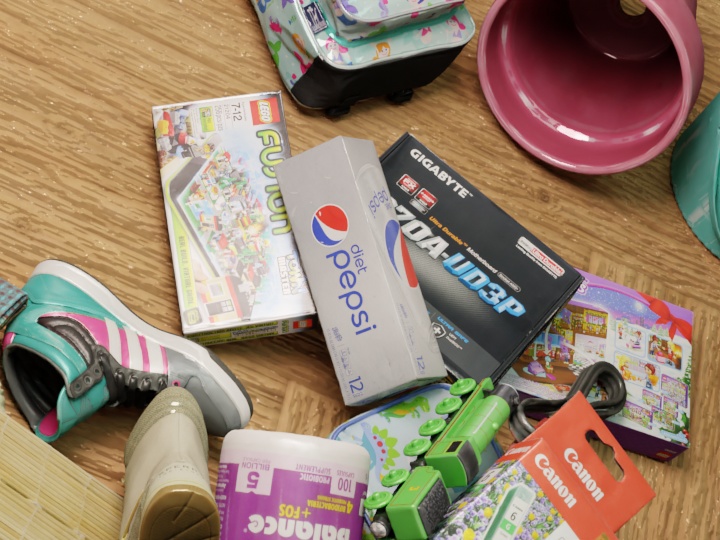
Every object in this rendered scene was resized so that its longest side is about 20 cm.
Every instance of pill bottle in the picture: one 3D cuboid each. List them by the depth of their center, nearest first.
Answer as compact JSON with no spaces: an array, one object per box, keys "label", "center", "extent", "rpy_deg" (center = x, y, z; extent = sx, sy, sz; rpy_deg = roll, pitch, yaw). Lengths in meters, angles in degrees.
[{"label":"pill bottle","center":[-0.058,0.221,1.442],"extent":[0.111,0.112,0.202],"rpy_deg":[11,81,-24]}]

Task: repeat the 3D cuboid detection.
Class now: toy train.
[{"label":"toy train","center":[0.065,0.138,1.490],"extent":[0.200,0.056,0.042],"rpy_deg":[-47,121,-51]}]

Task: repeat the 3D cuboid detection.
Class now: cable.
[{"label":"cable","center":[0.159,0.124,1.612],"extent":[0.097,0.050,0.200],"rpy_deg":[49,31,-10]}]

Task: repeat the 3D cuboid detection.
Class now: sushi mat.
[{"label":"sushi mat","center":[-0.234,0.166,1.415],"extent":[0.200,0.012,0.096],"rpy_deg":[42,47,-31]}]

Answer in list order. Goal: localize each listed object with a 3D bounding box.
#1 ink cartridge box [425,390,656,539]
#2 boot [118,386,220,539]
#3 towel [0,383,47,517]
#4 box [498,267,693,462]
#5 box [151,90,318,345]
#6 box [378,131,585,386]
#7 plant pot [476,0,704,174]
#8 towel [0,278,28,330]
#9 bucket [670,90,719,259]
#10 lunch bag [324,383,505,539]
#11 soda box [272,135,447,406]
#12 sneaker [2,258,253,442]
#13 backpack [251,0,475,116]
[{"label":"ink cartridge box","center":[0.135,0.189,1.494],"extent":[0.200,0.050,0.109],"rpy_deg":[-39,95,-21]},{"label":"boot","center":[-0.144,0.201,1.426],"extent":[0.071,0.202,0.155],"rpy_deg":[8,26,-13]},{"label":"towel","center":[-0.326,0.142,1.406],"extent":[0.199,0.036,0.149],"rpy_deg":[-17,75,-34]},{"label":"box","center":[0.194,0.071,1.728],"extent":[0.198,0.039,0.138],"rpy_deg":[20,58,-18]},{"label":"box","center":[-0.102,-0.043,1.603],"extent":[0.109,0.035,0.202],"rpy_deg":[-9,67,-5]},{"label":"box","center":[0.062,0.002,1.658],"extent":[0.200,0.046,0.159],"rpy_deg":[40,58,10]},{"label":"plant pot","center":[0.224,-0.215,1.815],"extent":[0.200,0.200,0.179],"rpy_deg":[41,37,-4]},{"label":"towel","center":[-0.351,0.044,1.419],"extent":[0.146,0.022,0.200],"rpy_deg":[29,49,15]},{"label":"bucket","center":[0.399,-0.098,1.870],"extent":[0.205,0.135,0.209],"rpy_deg":[13,59,-22]},{"label":"lunch bag","center":[0.058,0.198,1.559],"extent":[0.160,0.082,0.201],"rpy_deg":[-22,76,-35]},{"label":"soda box","center":[0.000,0.000,1.566],"extent":[0.063,0.068,0.202],"rpy_deg":[2,69,-65]},{"label":"sneaker","center":[-0.185,0.088,1.480],"extent":[0.199,0.084,0.121],"rpy_deg":[33,48,0]},{"label":"backpack","center":[-0.010,-0.258,1.730],"extent":[0.176,0.151,0.201],"rpy_deg":[-16,69,-33]}]
